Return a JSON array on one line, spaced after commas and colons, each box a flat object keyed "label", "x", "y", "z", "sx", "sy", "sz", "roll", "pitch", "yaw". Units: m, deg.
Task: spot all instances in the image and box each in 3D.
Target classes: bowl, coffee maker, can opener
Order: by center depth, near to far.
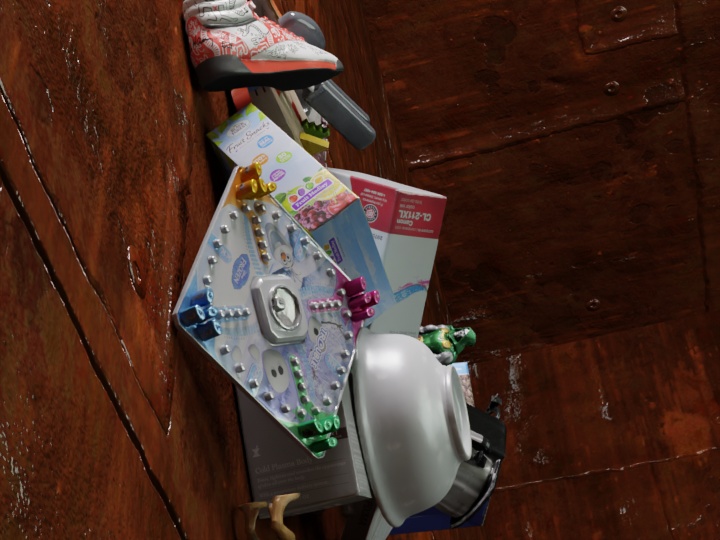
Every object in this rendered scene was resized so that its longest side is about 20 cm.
[{"label": "bowl", "x": 0.058, "y": 0.150, "z": 1.568, "sx": 0.201, "sy": 0.089, "sz": 0.203, "roll": -11, "pitch": 90, "yaw": -79}, {"label": "can opener", "x": -0.037, "y": -0.218, "z": 1.785, "sx": 0.200, "sy": 0.067, "sz": 0.054, "roll": 40, "pitch": 19, "yaw": -42}, {"label": "coffee maker", "x": 0.070, "y": 0.199, "z": 1.957, "sx": 0.199, "sy": 0.135, "sz": 0.192, "roll": 31, "pitch": 20, "yaw": -11}]

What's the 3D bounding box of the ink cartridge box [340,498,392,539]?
[{"label": "ink cartridge box", "x": 0.013, "y": 0.262, "z": 1.742, "sx": 0.176, "sy": 0.044, "sz": 0.201, "roll": -52, "pitch": 162, "yaw": -51}]

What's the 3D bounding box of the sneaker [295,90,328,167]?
[{"label": "sneaker", "x": -0.079, "y": -0.157, "z": 1.969, "sx": 0.116, "sy": 0.075, "sz": 0.202, "roll": -40, "pitch": 118, "yaw": -79}]

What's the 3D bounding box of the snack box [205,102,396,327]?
[{"label": "snack box", "x": -0.061, "y": -0.053, "z": 1.603, "sx": 0.200, "sy": 0.067, "sz": 0.169, "roll": 44, "pitch": -17, "yaw": 40}]

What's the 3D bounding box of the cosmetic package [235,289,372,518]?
[{"label": "cosmetic package", "x": -0.059, "y": 0.129, "z": 1.496, "sx": 0.090, "sy": 0.106, "sz": 0.202, "roll": 42, "pitch": 34, "yaw": -77}]

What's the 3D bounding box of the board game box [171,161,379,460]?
[{"label": "board game box", "x": -0.067, "y": 0.033, "z": 1.403, "sx": 0.200, "sy": 0.026, "sz": 0.201, "roll": 47, "pitch": 40, "yaw": -27}]

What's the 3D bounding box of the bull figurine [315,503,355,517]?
[{"label": "bull figurine", "x": -0.041, "y": 0.195, "z": 1.696, "sx": 0.200, "sy": 0.064, "sz": 0.123, "roll": -73, "pitch": 153, "yaw": -72}]

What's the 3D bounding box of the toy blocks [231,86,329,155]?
[{"label": "toy blocks", "x": -0.108, "y": -0.193, "z": 1.782, "sx": 0.200, "sy": 0.099, "sz": 0.138, "roll": -89, "pitch": 154, "yaw": -70}]

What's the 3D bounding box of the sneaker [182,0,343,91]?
[{"label": "sneaker", "x": -0.103, "y": -0.251, "z": 1.660, "sx": 0.200, "sy": 0.067, "sz": 0.109, "roll": -9, "pitch": 79, "yaw": -46}]

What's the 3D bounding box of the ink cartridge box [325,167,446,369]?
[{"label": "ink cartridge box", "x": 0.000, "y": 0.000, "z": 1.711, "sx": 0.082, "sy": 0.145, "sz": 0.202, "roll": 5, "pitch": 99, "yaw": -45}]

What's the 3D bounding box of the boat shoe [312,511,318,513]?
[{"label": "boat shoe", "x": -0.058, "y": 0.144, "z": 1.579, "sx": 0.072, "sy": 0.067, "sz": 0.202, "roll": 128, "pitch": -47, "yaw": -68}]

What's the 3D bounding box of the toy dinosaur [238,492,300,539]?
[{"label": "toy dinosaur", "x": -0.075, "y": 0.249, "z": 1.344, "sx": 0.200, "sy": 0.060, "sz": 0.107, "roll": 47, "pitch": 33, "yaw": -76}]

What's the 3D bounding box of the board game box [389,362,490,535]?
[{"label": "board game box", "x": 0.077, "y": 0.238, "z": 2.089, "sx": 0.097, "sy": 0.158, "sz": 0.202, "roll": 96, "pitch": -13, "yaw": -58}]

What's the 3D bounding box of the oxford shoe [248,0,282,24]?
[{"label": "oxford shoe", "x": -0.136, "y": -0.297, "z": 1.871, "sx": 0.073, "sy": 0.071, "sz": 0.201, "roll": -55, "pitch": 143, "yaw": -41}]

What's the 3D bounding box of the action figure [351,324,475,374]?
[{"label": "action figure", "x": 0.055, "y": 0.107, "z": 2.052, "sx": 0.055, "sy": 0.198, "sz": 0.119, "roll": 69, "pitch": 10, "yaw": -46}]
